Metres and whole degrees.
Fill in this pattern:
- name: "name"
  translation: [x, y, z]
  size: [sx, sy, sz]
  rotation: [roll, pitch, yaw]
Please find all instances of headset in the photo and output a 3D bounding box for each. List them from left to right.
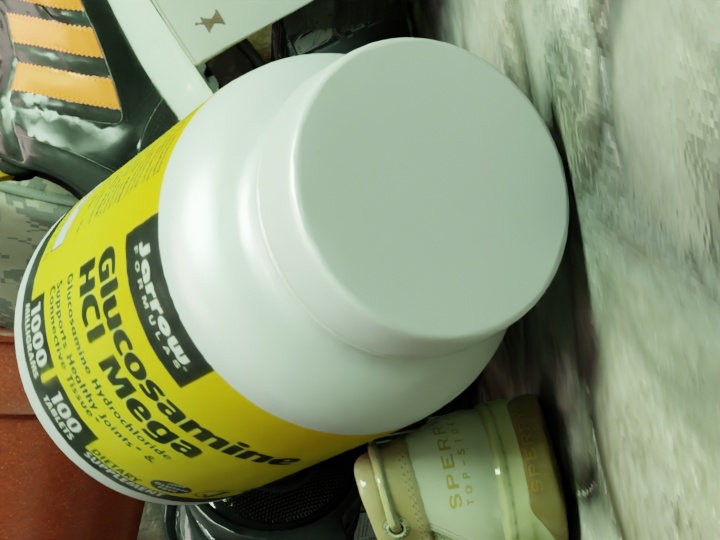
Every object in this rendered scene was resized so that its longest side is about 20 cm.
- name: "headset"
  translation: [-0.049, 0.085, 0.894]
  size: [0.124, 0.094, 0.200]
  rotation: [123, 130, -72]

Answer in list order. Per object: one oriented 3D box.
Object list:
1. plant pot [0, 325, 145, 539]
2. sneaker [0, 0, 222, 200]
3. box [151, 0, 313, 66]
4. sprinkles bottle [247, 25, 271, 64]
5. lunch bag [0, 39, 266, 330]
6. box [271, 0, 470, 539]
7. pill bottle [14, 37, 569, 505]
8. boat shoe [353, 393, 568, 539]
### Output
- name: "plant pot"
  translation: [-0.176, 0.066, 1.194]
  size: [0.201, 0.200, 0.196]
  rotation: [-111, 26, -60]
- name: "sneaker"
  translation: [-0.111, -0.076, 0.869]
  size: [0.200, 0.090, 0.070]
  rotation: [54, 179, -1]
- name: "box"
  translation: [-0.058, -0.180, 0.856]
  size: [0.124, 0.097, 0.200]
  rotation: [58, -174, -32]
- name: "sprinkles bottle"
  translation: [-0.053, -0.154, 1.117]
  size: [0.068, 0.068, 0.200]
  rotation: [94, 165, -60]
- name: "lunch bag"
  translation: [-0.119, -0.048, 1.005]
  size: [0.200, 0.168, 0.140]
  rotation: [108, -175, -70]
- name: "box"
  translation: [0.000, 0.000, 0.956]
  size: [0.200, 0.050, 0.158]
  rotation: [95, 165, -62]
- name: "pill bottle"
  translation: [-0.023, 0.001, 0.744]
  size: [0.200, 0.112, 0.113]
  rotation: [-30, 67, 61]
- name: "boat shoe"
  translation: [0.027, 0.109, 0.816]
  size: [0.201, 0.063, 0.073]
  rotation: [94, 166, -59]
